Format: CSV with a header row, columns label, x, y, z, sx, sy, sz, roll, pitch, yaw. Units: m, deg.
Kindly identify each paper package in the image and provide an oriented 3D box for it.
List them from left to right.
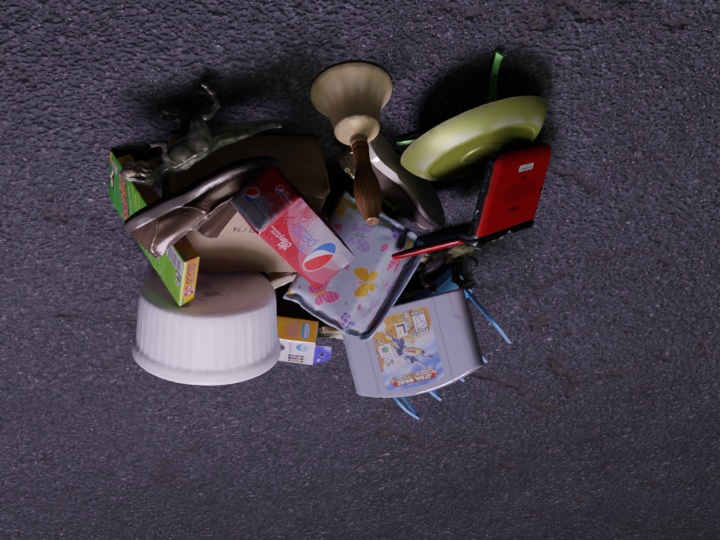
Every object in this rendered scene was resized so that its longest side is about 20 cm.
label,x,y,z,sx,sy,sz,roll,pitch,yaw
paper package,-0.158,-0.084,1.609,0.199,0.104,0.191,0,147,-14

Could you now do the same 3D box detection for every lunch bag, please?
label,x,y,z,sx,sy,sz,roll,pitch,yaw
lunch bag,0.000,0.000,1.672,0.127,0.170,0.200,30,178,10

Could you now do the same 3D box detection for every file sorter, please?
label,x,y,z,sx,sy,sz,roll,pitch,yaw
file sorter,0.113,0.116,1.868,0.200,0.123,0.139,-40,159,2

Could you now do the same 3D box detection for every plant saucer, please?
label,x,y,z,sx,sy,sz,roll,pitch,yaw
plant saucer,0.149,-0.161,1.555,0.199,0.031,0.200,-20,166,-5

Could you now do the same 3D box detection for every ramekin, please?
label,x,y,z,sx,sy,sz,roll,pitch,yaw
ramekin,-0.204,0.064,1.635,0.200,0.201,0.098,0,114,-12

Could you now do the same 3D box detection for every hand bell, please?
label,x,y,z,sx,sy,sz,roll,pitch,yaw
hand bell,-0.001,-0.140,1.465,0.104,0.200,0.104,-5,148,-3

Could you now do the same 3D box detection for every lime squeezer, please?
label,x,y,z,sx,sy,sz,roll,pitch,yaw
lime squeezer,0.133,-0.198,1.556,0.070,0.038,0.200,18,141,-34

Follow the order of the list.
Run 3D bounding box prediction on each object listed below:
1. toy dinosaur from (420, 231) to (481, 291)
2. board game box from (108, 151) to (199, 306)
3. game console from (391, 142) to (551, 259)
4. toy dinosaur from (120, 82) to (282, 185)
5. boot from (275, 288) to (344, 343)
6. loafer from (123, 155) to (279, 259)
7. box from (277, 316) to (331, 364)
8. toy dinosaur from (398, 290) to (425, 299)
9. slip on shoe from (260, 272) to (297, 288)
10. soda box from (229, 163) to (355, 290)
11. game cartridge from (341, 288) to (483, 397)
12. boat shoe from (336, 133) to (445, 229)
label,x,y,z,sx,sy,sz,roll,pitch,yaw
toy dinosaur,0.120,-0.015,1.783,0.199,0.088,0.047,-12,158,3
board game box,-0.266,-0.058,1.556,0.030,0.200,0.096,-26,154,-28
game console,0.147,-0.091,1.591,0.118,0.173,0.200,20,-162,23
toy dinosaur,-0.194,-0.167,1.458,0.200,0.088,0.047,-22,160,8
boot,-0.045,0.080,1.914,0.199,0.072,0.155,2,167,19
loafer,-0.181,-0.075,1.467,0.200,0.073,0.071,-25,101,5
box,-0.141,0.098,1.812,0.199,0.042,0.119,6,161,-3
toy dinosaur,-0.009,0.016,1.827,0.199,0.048,0.088,16,174,-9
slip on shoe,-0.125,-0.009,1.765,0.200,0.076,0.061,-32,-173,5
soda box,-0.078,-0.049,1.483,0.070,0.063,0.200,-40,153,2
game cartridge,0.073,0.112,1.765,0.200,0.134,0.042,-16,174,24
boat shoe,0.045,-0.112,1.640,0.059,0.072,0.200,-25,139,24
